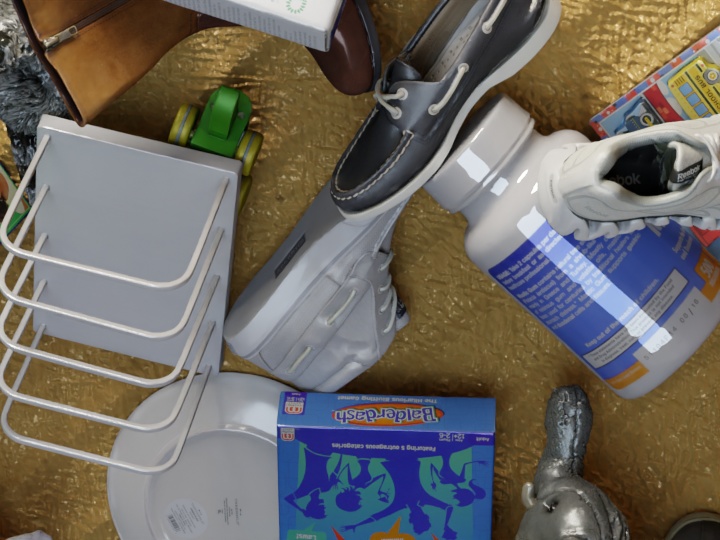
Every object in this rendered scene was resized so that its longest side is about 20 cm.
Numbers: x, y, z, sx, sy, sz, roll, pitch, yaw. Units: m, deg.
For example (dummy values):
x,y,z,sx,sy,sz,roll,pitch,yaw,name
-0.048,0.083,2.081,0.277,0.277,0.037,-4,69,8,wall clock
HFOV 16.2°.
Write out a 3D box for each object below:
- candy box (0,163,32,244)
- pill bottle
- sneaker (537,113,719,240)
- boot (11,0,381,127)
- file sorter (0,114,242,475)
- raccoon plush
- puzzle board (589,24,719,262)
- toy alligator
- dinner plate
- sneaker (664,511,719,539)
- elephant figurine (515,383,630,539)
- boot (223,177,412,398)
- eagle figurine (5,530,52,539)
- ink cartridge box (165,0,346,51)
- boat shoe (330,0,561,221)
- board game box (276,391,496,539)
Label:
x,y,z,sx,sy,sz,roll,pitch,yaw,name
-0.331,0.006,1.716,0.169,0.200,0.077,-33,103,21,candy box
0.139,-0.020,1.661,0.200,0.112,0.112,43,114,-8,pill bottle
0.213,-0.064,1.590,0.199,0.081,0.076,-12,83,-20,sneaker
-0.101,-0.152,1.610,0.189,0.200,0.068,60,154,-14,boot
-0.168,0.023,1.698,0.138,0.125,0.201,14,136,5,file sorter
-0.180,-0.139,1.712,0.133,0.097,0.201,-12,140,2,raccoon plush
0.269,-0.064,1.669,0.150,0.017,0.200,-35,102,22,puzzle board
-0.103,-0.062,1.724,0.059,0.054,0.201,21,135,2,toy alligator
-0.090,0.169,1.834,0.198,0.024,0.202,4,113,11,dinner plate
0.212,0.276,1.771,0.074,0.106,0.201,15,114,4,sneaker
0.137,0.210,1.694,0.155,0.141,0.201,33,116,8,elephant figurine
0.000,0.000,1.729,0.095,0.074,0.200,33,116,-21,boot
-0.277,0.263,1.859,0.151,0.151,0.202,-14,99,6,eagle figurine
-0.081,-0.256,1.582,0.199,0.043,0.198,19,72,5,ink cartridge box
0.044,-0.120,1.631,0.200,0.074,0.060,-46,131,7,boat shoe
0.018,0.181,1.780,0.151,0.045,0.201,1,122,3,board game box
